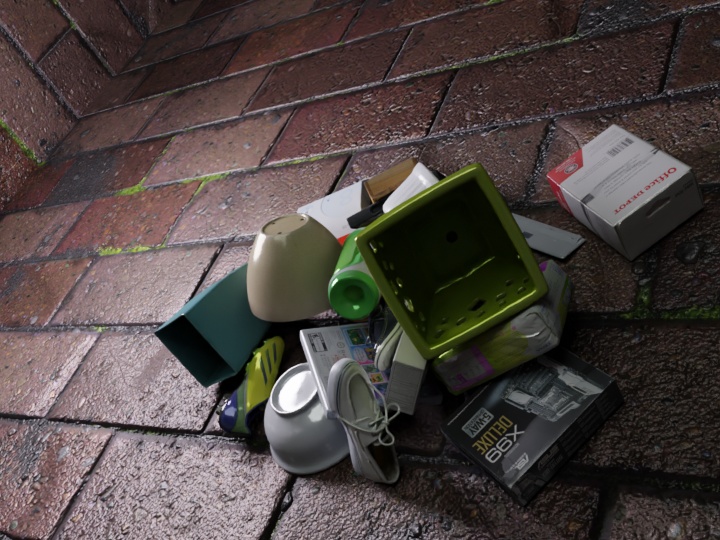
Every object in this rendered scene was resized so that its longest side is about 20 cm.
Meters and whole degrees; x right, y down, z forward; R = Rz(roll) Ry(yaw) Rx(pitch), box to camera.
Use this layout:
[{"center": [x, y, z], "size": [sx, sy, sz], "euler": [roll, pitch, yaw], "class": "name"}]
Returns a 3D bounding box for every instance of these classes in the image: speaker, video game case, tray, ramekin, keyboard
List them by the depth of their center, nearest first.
[{"center": [0.012, 0.149, 1.285], "size": [0.179, 0.024, 0.201], "euler": [-5, 33, -15], "class": "video game case"}, {"center": [0.125, -0.066, 1.332], "size": [0.098, 0.201, 0.201], "euler": [-41, 35, 5], "class": "ramekin"}, {"center": [0.000, 0.000, 1.335], "size": [0.087, 0.089, 0.201], "euler": [-23, 20, 17], "class": "speaker"}, {"center": [0.284, -0.062, 1.381], "size": [0.056, 0.011, 0.199], "euler": [-40, 35, -17], "class": "keyboard"}, {"center": [0.062, -0.155, 1.510], "size": [0.098, 0.037, 0.200], "euler": [-27, -2, 3], "class": "tray"}, {"center": [0.075, -0.127, 1.521], "size": [0.179, 0.026, 0.200], "euler": [-28, -3, 11], "class": "video game case"}]

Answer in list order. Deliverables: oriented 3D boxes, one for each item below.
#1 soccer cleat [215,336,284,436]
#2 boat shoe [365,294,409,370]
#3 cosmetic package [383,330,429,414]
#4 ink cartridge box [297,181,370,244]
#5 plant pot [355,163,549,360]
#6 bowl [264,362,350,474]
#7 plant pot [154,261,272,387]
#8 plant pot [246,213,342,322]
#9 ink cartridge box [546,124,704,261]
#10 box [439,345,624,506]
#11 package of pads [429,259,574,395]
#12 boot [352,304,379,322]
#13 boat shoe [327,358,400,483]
[{"center": [-0.174, 0.204, 1.441], "size": [0.083, 0.065, 0.201], "euler": [20, 54, 15], "class": "soccer cleat"}, {"center": [0.039, 0.091, 1.285], "size": [0.061, 0.076, 0.200], "euler": [18, 26, 4], "class": "boat shoe"}, {"center": [0.082, 0.120, 1.230], "size": [0.050, 0.084, 0.201], "euler": [16, 30, 6], "class": "cosmetic package"}, {"center": [-0.061, -0.079, 1.659], "size": [0.158, 0.047, 0.201], "euler": [-21, 36, 20], "class": "ink cartridge box"}, {"center": [0.126, -0.027, 1.151], "size": [0.198, 0.201, 0.182], "euler": [-29, 9, 12], "class": "plant pot"}, {"center": [-0.081, 0.213, 1.312], "size": [0.199, 0.091, 0.203], "euler": [-22, 39, 19], "class": "bowl"}, {"center": [-0.247, 0.087, 1.530], "size": [0.141, 0.142, 0.200], "euler": [-27, 18, 50], "class": "plant pot"}, {"center": [-0.114, -0.020, 1.440], "size": [0.197, 0.136, 0.201], "euler": [-11, 25, 5], "class": "plant pot"}, {"center": [0.410, -0.125, 1.289], "size": [0.146, 0.083, 0.200], "euler": [-36, 35, 1], "class": "ink cartridge box"}, {"center": [0.227, 0.194, 1.110], "size": [0.200, 0.050, 0.157], "euler": [-42, 35, -9], "class": "box"}, {"center": [0.200, 0.082, 1.174], "size": [0.199, 0.068, 0.155], "euler": [-34, 13, 34], "class": "package of pads"}, {"center": [0.060, -0.015, 1.463], "size": [0.175, 0.066, 0.202], "euler": [-33, 27, 46], "class": "boot"}, {"center": [0.017, 0.216, 1.137], "size": [0.085, 0.205, 0.074], "euler": [12, 35, 43], "class": "boat shoe"}]
